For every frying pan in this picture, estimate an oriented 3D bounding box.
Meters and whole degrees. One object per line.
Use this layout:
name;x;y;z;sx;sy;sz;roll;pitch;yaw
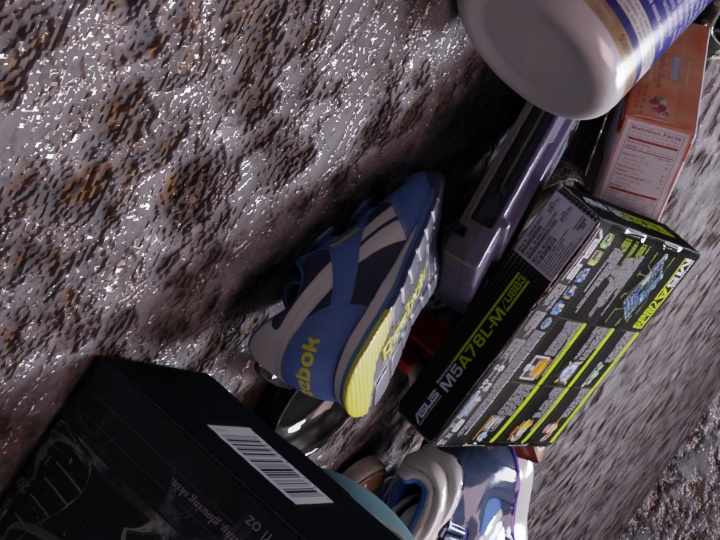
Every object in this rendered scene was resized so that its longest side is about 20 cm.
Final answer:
frying pan;-0.046;0.089;0.906;0.190;0.031;0.115;-4;128;-58

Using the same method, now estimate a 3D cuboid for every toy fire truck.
toy fire truck;0.081;0.084;1.132;0.141;0.049;0.200;-39;155;-30

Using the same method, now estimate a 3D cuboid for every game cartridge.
game cartridge;0.113;-0.072;0.902;0.200;0.038;0.130;-60;167;-13

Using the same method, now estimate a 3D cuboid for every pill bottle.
pill bottle;0.160;-0.193;0.773;0.200;0.116;0.116;-46;158;-16

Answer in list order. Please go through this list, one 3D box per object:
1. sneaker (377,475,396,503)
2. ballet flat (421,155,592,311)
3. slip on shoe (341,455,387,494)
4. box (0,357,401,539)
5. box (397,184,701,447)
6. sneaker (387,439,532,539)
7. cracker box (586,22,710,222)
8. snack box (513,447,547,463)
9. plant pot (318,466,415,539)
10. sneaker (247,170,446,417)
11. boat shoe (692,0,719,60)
sneaker;0.007;0.257;1.238;0.200;0.081;0.147;-21;127;-33
ballet flat;0.106;-0.022;0.993;0.200;0.072;0.072;-40;155;-29
slip on shoe;-0.031;0.253;1.148;0.200;0.061;0.076;-53;158;1
box;-0.099;0.185;0.718;0.197;0.200;0.124;-56;157;6
box;0.142;0.042;0.967;0.200;0.048;0.193;-55;151;16
sneaker;0.073;0.240;1.173;0.146;0.081;0.200;-9;114;-30
cracker box;0.220;-0.088;1.069;0.200;0.058;0.134;102;6;-48
snack box;0.133;0.070;1.090;0.072;0.024;0.200;-58;144;-34
plant pot;-0.052;0.213;0.916;0.200;0.200;0.135;-58;-165;13
sneaker;0.000;0.000;0.819;0.200;0.082;0.074;-58;153;-45
boat shoe;0.279;-0.199;1.075;0.071;0.064;0.200;-41;156;-27
